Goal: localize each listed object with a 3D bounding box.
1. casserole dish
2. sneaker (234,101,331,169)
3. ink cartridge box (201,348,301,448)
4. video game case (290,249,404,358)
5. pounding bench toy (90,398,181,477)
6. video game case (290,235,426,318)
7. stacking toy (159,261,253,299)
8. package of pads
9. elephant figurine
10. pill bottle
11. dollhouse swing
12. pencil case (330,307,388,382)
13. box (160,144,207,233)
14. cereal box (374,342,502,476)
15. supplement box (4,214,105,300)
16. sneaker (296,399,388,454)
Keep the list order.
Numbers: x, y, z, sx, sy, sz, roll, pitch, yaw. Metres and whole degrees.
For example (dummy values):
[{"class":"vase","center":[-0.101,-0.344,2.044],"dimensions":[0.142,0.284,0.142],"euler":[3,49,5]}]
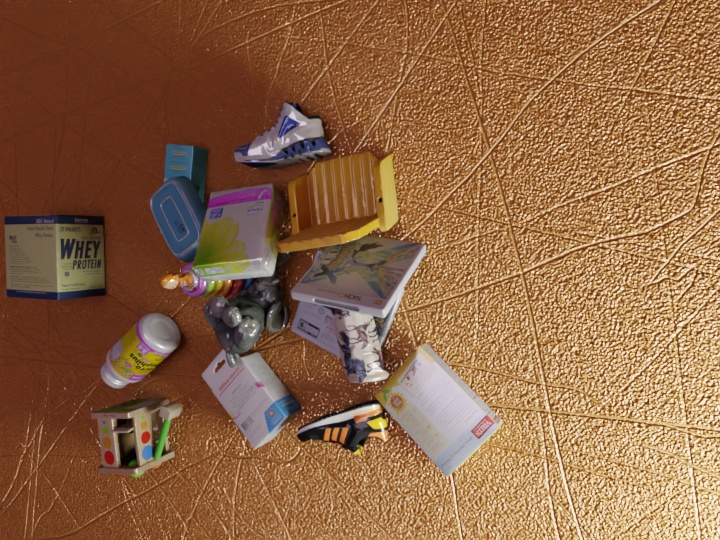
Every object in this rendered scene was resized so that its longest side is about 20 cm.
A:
[{"class":"casserole dish","center":[-0.392,-0.111,1.216],"dimensions":[0.121,0.039,0.201],"euler":[-33,80,22]},{"class":"sneaker","center":[-0.154,-0.274,1.133],"dimensions":[0.198,0.080,0.116],"euler":[-6,86,19]},{"class":"ink cartridge box","center":[-0.234,0.259,1.197],"dimensions":[0.115,0.068,0.200],"euler":[-47,74,19]},{"class":"video game case","center":[-0.031,0.079,1.116],"dimensions":[0.199,0.023,0.183],"euler":[25,103,23]},{"class":"pounding bench toy","center":[-0.496,0.389,1.298],"dimensions":[0.199,0.124,0.157],"euler":[-8,89,26]},{"class":"video game case","center":[0.000,0.000,1.011],"dimensions":[0.181,0.200,0.022],"euler":[10,129,25]},{"class":"stacking toy","center":[-0.327,0.015,1.155],"dimensions":[0.116,0.200,0.110],"euler":[-35,77,27]},{"class":"package of pads","center":[-0.236,-0.076,1.122],"dimensions":[0.153,0.068,0.201],"euler":[-5,57,13]},{"class":"elephant figurine","center":[-0.207,0.071,1.154],"dimensions":[0.142,0.200,0.155],"euler":[53,137,-3]},{"class":"pill bottle","center":[-0.519,0.193,1.310],"dimensions":[0.200,0.104,0.105],"euler":[-40,76,22]},{"class":"dollhouse swing","center":[-0.058,-0.130,1.031],"dimensions":[0.199,0.176,0.183],"euler":[-7,88,26]},{"class":"pencil case","center":[-0.004,0.114,1.045],"dimensions":[0.077,0.089,0.201],"euler":[-14,88,35]},{"class":"box","center":[-0.399,-0.178,1.265],"dimensions":[0.082,0.049,0.201],"euler":[9,96,25]},{"class":"cereal box","center":[0.140,0.254,1.032],"dimensions":[0.200,0.039,0.144],"euler":[46,110,16]},{"class":"supplement box","center":[-0.760,-0.035,1.398],"dimensions":[0.199,0.134,0.201],"euler":[1,93,26]},{"class":"sneaker","center":[-0.037,0.324,1.103],"dimensions":[0.199,0.070,0.091],"euler":[-24,79,23]}]
